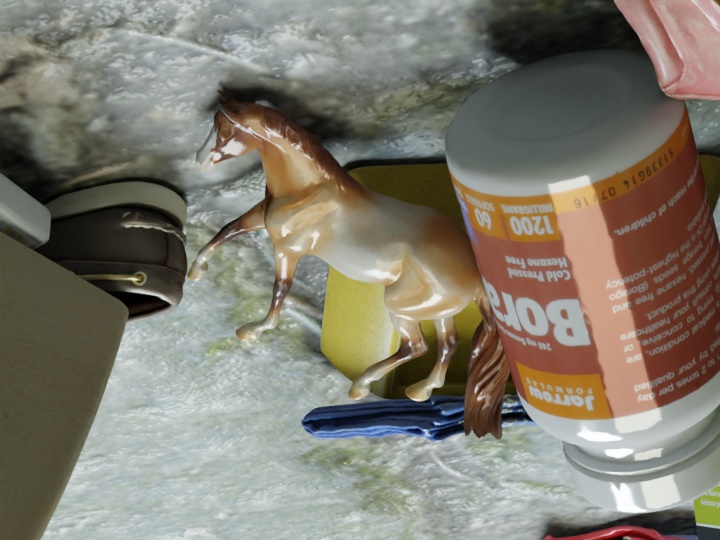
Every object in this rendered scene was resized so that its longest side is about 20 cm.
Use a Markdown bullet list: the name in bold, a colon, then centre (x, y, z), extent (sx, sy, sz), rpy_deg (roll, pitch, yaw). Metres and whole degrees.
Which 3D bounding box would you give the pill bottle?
- **pill bottle**: centre (0.115, 0.009, 1.209), extent (0.111, 0.112, 0.201), rpy_deg (-12, 119, 12)

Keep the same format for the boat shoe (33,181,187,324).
- **boat shoe**: centre (-0.178, 0.012, 1.303), extent (0.199, 0.060, 0.072), rpy_deg (-14, 150, 16)

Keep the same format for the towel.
- **towel**: centre (0.084, 0.082, 1.430), extent (0.199, 0.024, 0.145), rpy_deg (1, 175, -31)

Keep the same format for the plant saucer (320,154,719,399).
- **plant saucer**: centre (0.083, 0.014, 1.361), extent (0.199, 0.049, 0.200), rpy_deg (-2, 150, -5)

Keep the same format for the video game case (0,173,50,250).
- **video game case**: centre (-0.276, -0.037, 1.215), extent (0.181, 0.023, 0.200), rpy_deg (-22, 140, 28)

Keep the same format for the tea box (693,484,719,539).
- **tea box**: centre (0.279, 0.086, 1.294), extent (0.199, 0.198, 0.133), rpy_deg (-8, -177, -24)

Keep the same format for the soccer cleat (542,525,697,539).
- **soccer cleat**: centre (0.208, 0.196, 1.694), extent (0.199, 0.067, 0.077), rpy_deg (-3, 147, 3)

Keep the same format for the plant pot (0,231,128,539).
- **plant pot**: centre (-0.251, 0.086, 1.210), extent (0.199, 0.178, 0.200), rpy_deg (32, 135, -33)

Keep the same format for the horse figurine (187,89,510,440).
- **horse figurine**: centre (0.000, 0.000, 1.260), extent (0.199, 0.050, 0.133), rpy_deg (30, 129, -1)

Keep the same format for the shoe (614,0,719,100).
- **shoe**: centre (0.190, -0.101, 1.154), extent (0.091, 0.072, 0.200), rpy_deg (-21, 142, 28)
